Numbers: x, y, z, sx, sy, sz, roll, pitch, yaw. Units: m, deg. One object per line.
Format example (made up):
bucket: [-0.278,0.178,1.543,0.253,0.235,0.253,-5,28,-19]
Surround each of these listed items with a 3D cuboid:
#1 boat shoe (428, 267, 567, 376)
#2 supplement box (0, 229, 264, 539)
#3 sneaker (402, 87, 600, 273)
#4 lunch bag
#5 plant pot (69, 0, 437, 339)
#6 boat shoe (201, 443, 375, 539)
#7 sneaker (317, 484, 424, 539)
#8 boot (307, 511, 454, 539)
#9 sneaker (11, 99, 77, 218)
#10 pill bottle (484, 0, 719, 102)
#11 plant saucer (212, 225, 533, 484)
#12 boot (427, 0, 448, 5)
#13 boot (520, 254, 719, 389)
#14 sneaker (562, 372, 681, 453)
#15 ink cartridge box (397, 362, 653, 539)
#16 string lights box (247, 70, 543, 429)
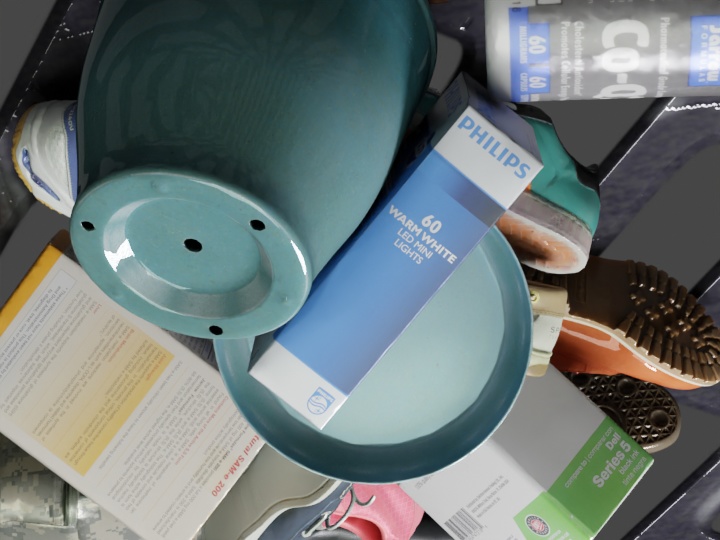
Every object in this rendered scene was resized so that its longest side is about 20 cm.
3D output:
boat shoe: [0.038,-0.001,1.352,0.199,0.074,0.067,25,95,-2]
supplement box: [-0.164,0.084,1.443,0.199,0.074,0.126,38,97,-6]
sneaker: [0.072,-0.077,1.337,0.199,0.080,0.071,33,149,-27]
lunch bag: [-0.185,0.173,1.587,0.166,0.140,0.201,3,141,-1]
plant pot: [-0.071,-0.075,1.169,0.198,0.189,0.201,9,140,8]
boat shoe: [-0.039,0.151,1.491,0.061,0.075,0.200,7,139,-37]
sneaker: [-0.026,0.142,1.563,0.200,0.087,0.074,36,153,-23]
boot: [-0.001,0.198,1.666,0.198,0.066,0.165,12,147,-8]
sneaker: [-0.135,-0.038,1.371,0.088,0.076,0.200,-8,144,41]
pill bottle: [0.170,-0.156,1.209,0.198,0.115,0.114,-2,140,4]
plant saucer: [0.008,0.033,1.309,0.198,0.027,0.202,1,104,4]
boot: [-0.039,-0.133,1.280,0.185,0.065,0.201,16,136,3]
boot: [0.157,0.042,1.482,0.199,0.075,0.107,24,139,-12]
sneaker: [0.138,0.113,1.578,0.198,0.071,0.076,2,157,7]
ink cartridge box: [0.081,0.111,1.457,0.200,0.084,0.146,43,151,3]
string lights box: [0.019,-0.014,1.230,0.059,0.103,0.200,38,104,-9]
